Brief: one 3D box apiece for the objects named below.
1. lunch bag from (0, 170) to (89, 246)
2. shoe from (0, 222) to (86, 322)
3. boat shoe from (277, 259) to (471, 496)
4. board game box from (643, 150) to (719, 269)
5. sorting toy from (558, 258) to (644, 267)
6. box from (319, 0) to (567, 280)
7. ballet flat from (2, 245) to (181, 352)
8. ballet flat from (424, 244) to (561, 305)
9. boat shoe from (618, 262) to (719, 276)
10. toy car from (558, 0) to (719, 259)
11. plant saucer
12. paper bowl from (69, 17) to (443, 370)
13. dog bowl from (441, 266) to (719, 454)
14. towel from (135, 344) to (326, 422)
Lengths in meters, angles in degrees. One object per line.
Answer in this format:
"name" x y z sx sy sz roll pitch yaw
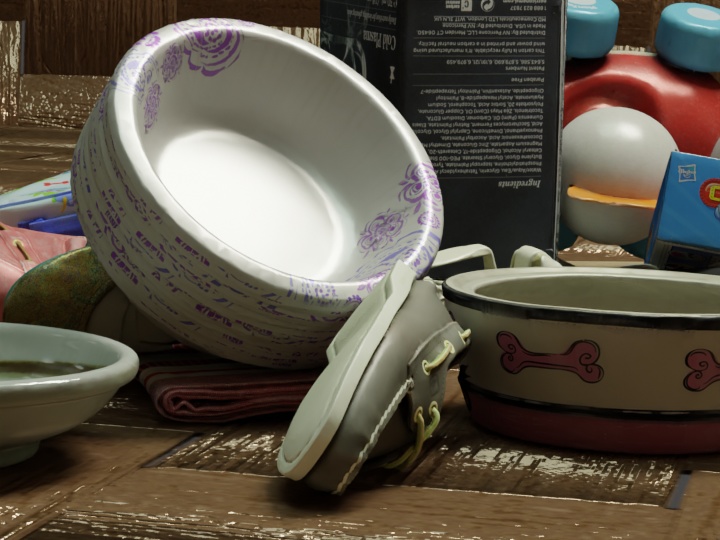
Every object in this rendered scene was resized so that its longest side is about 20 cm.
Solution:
"lunch bag" -0.164 -0.038 1.590 0.199 0.083 0.161 -13 6 9
"shoe" -0.235 0.002 1.478 0.090 0.072 0.200 4 9 -19
"boat shoe" 0.012 0.056 1.053 0.060 0.072 0.202 39 22 -4
"board game box" 0.277 -0.007 1.385 0.194 0.056 0.200 10 -10 5
"sorting toy" 0.231 0.015 1.638 0.198 0.037 0.185 5 6 -10
"box" 0.052 -0.105 1.557 0.123 0.198 0.200 -3 9 -17
"ballet flat" -0.105 0.017 1.266 0.199 0.071 0.070 -8 12 -41
"ballet flat" 0.091 0.016 1.444 0.199 0.072 0.072 -1 7 -30
"boat shoe" 0.176 0.029 1.325 0.060 0.075 0.200 -2 5 -28
"toy car" 0.192 -0.073 1.561 0.175 0.186 0.200 6 25 -8
"plant saucer" -0.204 0.061 1.050 0.198 0.051 0.200 2 6 0
"paper bowl" -0.063 -0.033 1.221 0.200 0.202 0.104 -3 -35 -38
"dog bowl" 0.140 0.045 1.179 0.198 0.074 0.200 2 6 0
"towel" -0.055 0.057 1.249 0.143 0.023 0.200 -2 6 -12
